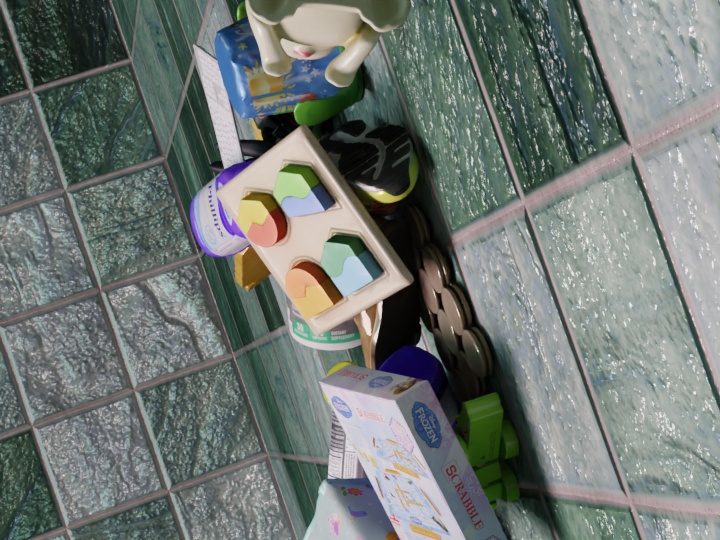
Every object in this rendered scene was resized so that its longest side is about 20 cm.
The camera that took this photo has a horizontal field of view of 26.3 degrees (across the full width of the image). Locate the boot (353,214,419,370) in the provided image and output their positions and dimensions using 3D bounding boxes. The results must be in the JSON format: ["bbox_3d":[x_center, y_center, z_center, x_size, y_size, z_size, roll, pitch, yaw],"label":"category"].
[{"bbox_3d":[0.012,0.026,1.596,0.075,0.074,0.200,20,130,30],"label":"boot"}]

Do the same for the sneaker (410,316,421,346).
[{"bbox_3d":[0.000,0.000,1.664,0.200,0.079,0.075,62,-169,-5],"label":"sneaker"}]

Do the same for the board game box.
[{"bbox_3d":[0.053,0.193,1.503,0.200,0.041,0.200,63,161,-12],"label":"board game box"}]

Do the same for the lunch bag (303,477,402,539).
[{"bbox_3d":[0.063,0.311,1.692,0.170,0.199,0.122,52,133,51],"label":"lunch bag"}]

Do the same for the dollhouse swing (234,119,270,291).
[{"bbox_3d":[-0.144,-0.114,2.042,0.176,0.182,0.200,47,164,11],"label":"dollhouse swing"}]

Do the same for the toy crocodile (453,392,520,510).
[{"bbox_3d":[0.115,0.186,1.521,0.200,0.067,0.062,84,163,-48],"label":"toy crocodile"}]

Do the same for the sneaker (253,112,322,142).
[{"bbox_3d":[-0.086,-0.195,1.801,0.200,0.084,0.077,97,158,-65],"label":"sneaker"}]

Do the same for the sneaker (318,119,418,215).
[{"bbox_3d":[0.020,-0.093,1.539,0.090,0.078,0.200,60,175,-20],"label":"sneaker"}]

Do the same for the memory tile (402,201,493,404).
[{"bbox_3d":[0.084,0.039,1.560,0.153,0.017,0.200,94,154,-63],"label":"memory tile"}]

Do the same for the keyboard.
[{"bbox_3d":[-0.152,-0.162,1.738,0.056,0.011,0.200,46,155,44],"label":"keyboard"}]

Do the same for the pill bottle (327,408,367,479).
[{"bbox_3d":[0.014,0.235,1.817,0.106,0.106,0.201,-179,93,-78],"label":"pill bottle"}]

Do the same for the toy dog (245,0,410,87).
[{"bbox_3d":[-0.047,-0.263,1.401,0.200,0.139,0.195,128,135,-76],"label":"toy dog"}]

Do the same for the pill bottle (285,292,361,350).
[{"bbox_3d":[-0.035,-0.021,1.754,0.113,0.113,0.201,-128,29,-59],"label":"pill bottle"}]

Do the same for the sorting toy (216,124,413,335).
[{"bbox_3d":[-0.054,-0.032,1.537,0.185,0.036,0.200,55,145,-4],"label":"sorting toy"}]

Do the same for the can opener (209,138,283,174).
[{"bbox_3d":[-0.119,-0.132,1.835,0.079,0.064,0.200,29,174,-34],"label":"can opener"}]

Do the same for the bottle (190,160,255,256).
[{"bbox_3d":[-0.127,-0.074,1.693,0.200,0.065,0.084,-27,78,62],"label":"bottle"}]

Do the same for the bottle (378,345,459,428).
[{"bbox_3d":[0.066,0.158,1.657,0.065,0.084,0.200,30,161,28],"label":"bottle"}]

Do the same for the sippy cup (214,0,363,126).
[{"bbox_3d":[-0.081,-0.223,1.625,0.178,0.130,0.140,-155,46,-73],"label":"sippy cup"}]

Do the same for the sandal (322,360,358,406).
[{"bbox_3d":[0.038,0.193,1.925,0.087,0.080,0.200,25,-156,-51],"label":"sandal"}]
